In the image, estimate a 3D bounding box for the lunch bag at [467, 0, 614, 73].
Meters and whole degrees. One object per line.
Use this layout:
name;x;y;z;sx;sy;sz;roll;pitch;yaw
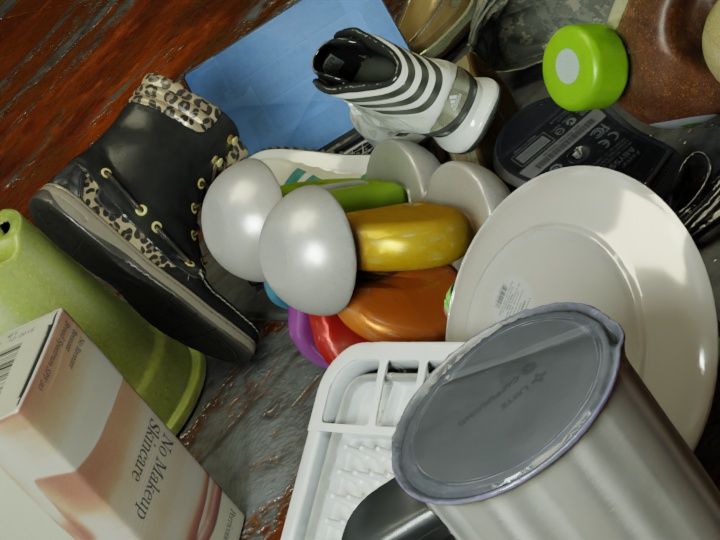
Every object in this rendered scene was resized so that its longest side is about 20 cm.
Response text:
lunch bag;0.169;-0.254;1.429;0.200;0.118;0.164;-27;29;33

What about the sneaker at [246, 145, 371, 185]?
sneaker;-0.035;-0.036;1.369;0.199;0.070;0.094;3;57;37

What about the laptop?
laptop;-0.042;-0.121;1.477;0.187;0.116;0.200;-31;28;16

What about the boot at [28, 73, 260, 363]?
boot;-0.130;-0.040;1.361;0.151;0.200;0.073;-58;10;-28

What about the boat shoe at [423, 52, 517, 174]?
boat shoe;0.082;-0.092;1.342;0.064;0.071;0.200;-39;20;18

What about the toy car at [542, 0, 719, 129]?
toy car;0.243;-0.126;1.111;0.164;0.158;0.200;-8;40;-34

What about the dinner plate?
dinner plate;0.111;0.042;0.999;0.200;0.024;0.201;-7;80;49

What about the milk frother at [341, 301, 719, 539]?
milk frother;0.102;0.154;0.790;0.180;0.188;0.200;-40;27;-2

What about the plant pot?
plant pot;-0.251;0.061;1.374;0.200;0.184;0.201;-30;27;17

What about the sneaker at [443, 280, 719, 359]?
sneaker;0.128;0.014;1.063;0.200;0.077;0.084;16;88;46

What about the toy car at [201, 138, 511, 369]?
toy car;0.000;0.000;1.214;0.175;0.150;0.200;-11;19;-28

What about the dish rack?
dish rack;0.026;0.140;1.005;0.171;0.043;0.200;-2;67;48

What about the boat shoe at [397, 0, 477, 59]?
boat shoe;0.070;-0.257;1.595;0.072;0.076;0.200;-10;38;42

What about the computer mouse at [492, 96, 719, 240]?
computer mouse;0.159;-0.048;1.198;0.138;0.053;0.200;-38;39;-4

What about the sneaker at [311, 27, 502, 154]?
sneaker;0.012;-0.138;1.295;0.076;0.115;0.200;-65;21;-5

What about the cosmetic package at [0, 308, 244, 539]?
cosmetic package;-0.170;0.135;1.141;0.087;0.200;0.103;-23;32;25
